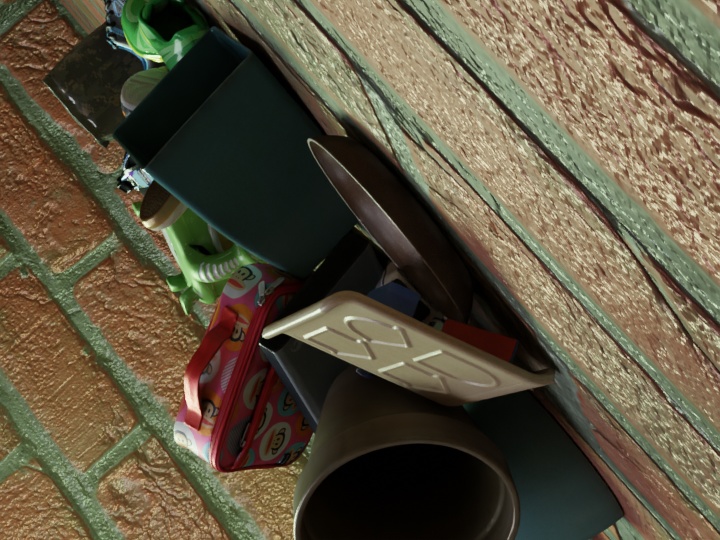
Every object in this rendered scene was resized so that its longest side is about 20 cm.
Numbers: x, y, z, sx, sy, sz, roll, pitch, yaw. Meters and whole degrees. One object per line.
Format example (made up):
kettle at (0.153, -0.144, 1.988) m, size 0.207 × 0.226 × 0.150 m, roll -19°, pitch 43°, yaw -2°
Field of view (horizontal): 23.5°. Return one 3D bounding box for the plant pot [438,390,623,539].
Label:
plant pot at (0.140, 0.206, 1.688) m, size 0.200 × 0.135 × 0.200 m, roll 50°, pitch 176°, yaw 4°

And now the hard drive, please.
hard drive at (-0.015, 0.075, 1.653) m, size 0.033 × 0.140 × 0.200 m, roll 28°, pitch 159°, yaw 35°

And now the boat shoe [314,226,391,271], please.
boat shoe at (0.001, -0.002, 1.734) m, size 0.201 × 0.073 × 0.063 m, roll 44°, pitch 142°, yaw -11°

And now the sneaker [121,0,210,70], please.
sneaker at (-0.189, -0.247, 1.740) m, size 0.200 × 0.074 × 0.084 m, roll 41°, pitch 153°, yaw 53°

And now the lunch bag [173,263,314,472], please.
lunch bag at (-0.098, 0.092, 1.657) m, size 0.082 × 0.201 × 0.176 m, roll 28°, pitch -166°, yaw 34°

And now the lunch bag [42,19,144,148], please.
lunch bag at (-0.277, -0.232, 2.054) m, size 0.118 × 0.164 × 0.200 m, roll 47°, pitch 176°, yaw 0°

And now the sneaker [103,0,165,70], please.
sneaker at (-0.259, -0.292, 1.912) m, size 0.200 × 0.082 × 0.073 m, roll 52°, pitch 177°, yaw -6°

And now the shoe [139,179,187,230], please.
shoe at (-0.149, -0.109, 1.719) m, size 0.053 × 0.200 × 0.070 m, roll 45°, pitch 148°, yaw -23°

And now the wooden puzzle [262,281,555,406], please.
wooden puzzle at (0.038, 0.056, 1.407) m, size 0.199 × 0.047 × 0.185 m, roll 20°, pitch 165°, yaw -15°

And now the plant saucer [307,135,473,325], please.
plant saucer at (0.031, -0.038, 1.412) m, size 0.200 × 0.032 × 0.200 m, roll 50°, pitch 177°, yaw 4°

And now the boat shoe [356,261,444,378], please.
boat shoe at (0.025, 0.044, 1.579) m, size 0.075 × 0.093 × 0.200 m, roll 46°, pitch -173°, yaw 5°

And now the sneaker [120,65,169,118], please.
sneaker at (-0.190, -0.151, 1.784) m, size 0.077 × 0.113 × 0.200 m, roll 16°, pitch -158°, yaw 15°

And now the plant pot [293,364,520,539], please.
plant pot at (0.031, 0.173, 1.572) m, size 0.200 × 0.199 × 0.174 m, roll 53°, pitch -166°, yaw -33°

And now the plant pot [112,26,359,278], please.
plant pot at (-0.099, -0.097, 1.603) m, size 0.200 × 0.141 × 0.141 m, roll 43°, pitch 179°, yaw -25°

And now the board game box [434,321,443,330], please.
board game box at (0.077, 0.100, 1.920) m, size 0.148 × 0.064 × 0.200 m, roll 52°, pitch 175°, yaw -27°

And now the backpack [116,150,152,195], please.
backpack at (-0.174, -0.133, 2.005) m, size 0.182 × 0.135 × 0.200 m, roll 38°, pitch 151°, yaw 3°

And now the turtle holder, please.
turtle holder at (-0.151, -0.045, 1.799) m, size 0.141 × 0.131 × 0.186 m, roll 64°, pitch 171°, yaw 5°
